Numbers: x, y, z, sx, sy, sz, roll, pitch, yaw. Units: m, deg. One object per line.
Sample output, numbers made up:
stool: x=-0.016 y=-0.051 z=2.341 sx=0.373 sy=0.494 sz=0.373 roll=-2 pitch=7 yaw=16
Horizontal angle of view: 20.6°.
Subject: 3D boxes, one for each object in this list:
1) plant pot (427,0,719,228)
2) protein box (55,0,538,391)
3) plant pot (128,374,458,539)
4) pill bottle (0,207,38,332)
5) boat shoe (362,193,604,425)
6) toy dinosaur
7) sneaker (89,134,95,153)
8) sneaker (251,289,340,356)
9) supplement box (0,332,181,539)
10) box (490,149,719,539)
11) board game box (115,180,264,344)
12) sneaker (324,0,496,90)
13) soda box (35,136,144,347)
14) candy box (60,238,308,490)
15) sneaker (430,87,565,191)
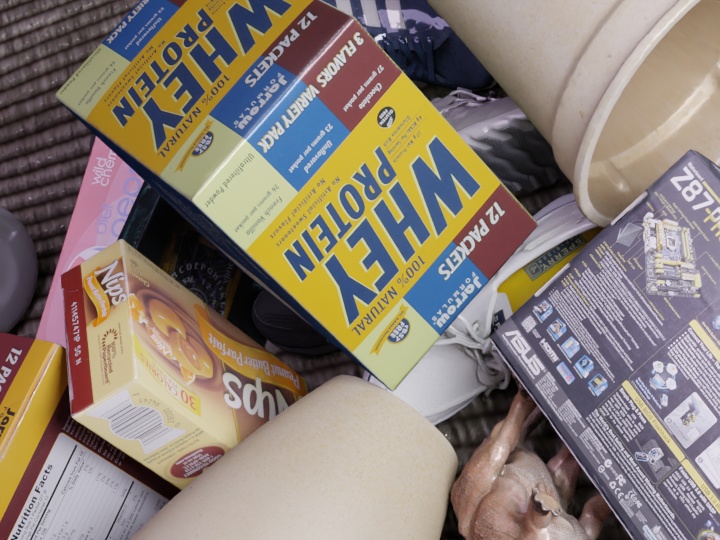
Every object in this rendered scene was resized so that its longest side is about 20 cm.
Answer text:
plant pot: x=0.140 y=-0.159 z=1.181 sx=0.201 sy=0.200 sz=0.183 roll=-48 pitch=63 yaw=3
protein box: x=-0.040 y=-0.066 z=1.188 sx=0.135 sy=0.199 sz=0.200 roll=-49 pitch=37 yaw=-5
plant pot: x=-0.034 y=0.168 z=1.172 sx=0.187 sy=0.187 sz=0.200 roll=15 pitch=60 yaw=45
pill bottle: x=-0.363 y=-0.008 z=1.611 sx=0.200 sy=0.114 sz=0.114 roll=10 pitch=68 yaw=45
boat shoe: x=0.085 y=0.036 z=1.212 sx=0.202 sy=0.075 sz=0.086 roll=-38 pitch=14 yaw=5
toy dinosaur: x=0.085 y=0.149 z=1.141 sx=0.136 sy=0.086 sz=0.200 roll=-52 pitch=27 yaw=27
sneaker: x=-0.173 y=-0.135 z=1.535 sx=0.200 sy=0.082 sz=0.077 roll=-26 pitch=44 yaw=53
sneaker: x=0.000 y=0.000 z=1.320 sx=0.200 sy=0.079 sz=0.076 roll=-16 pitch=52 yaw=34
supplement box: x=-0.223 y=0.138 z=1.320 sx=0.197 sy=0.200 sz=0.133 roll=8 pitch=66 yaw=43
box: x=0.184 y=0.059 z=1.072 sx=0.161 sy=0.049 sz=0.200 roll=-46 pitch=57 yaw=17
board game box: x=-0.111 y=0.003 z=1.370 sx=0.028 sy=0.135 sz=0.200 roll=3 pitch=63 yaw=45
sneaker: x=0.001 y=-0.154 z=1.374 sx=0.200 sy=0.075 sz=0.085 roll=18 pitch=44 yaw=28
soda box: x=-0.167 y=-0.017 z=1.402 sx=0.070 sy=0.063 sz=0.200 roll=12 pitch=79 yaw=13
candy box: x=-0.103 y=0.081 z=1.258 sx=0.055 sy=0.200 sz=0.116 roll=-29 pitch=46 yaw=20
sneaker: x=0.076 y=-0.096 z=1.324 sx=0.200 sy=0.075 sz=0.082 roll=-17 pitch=53 yaw=32
